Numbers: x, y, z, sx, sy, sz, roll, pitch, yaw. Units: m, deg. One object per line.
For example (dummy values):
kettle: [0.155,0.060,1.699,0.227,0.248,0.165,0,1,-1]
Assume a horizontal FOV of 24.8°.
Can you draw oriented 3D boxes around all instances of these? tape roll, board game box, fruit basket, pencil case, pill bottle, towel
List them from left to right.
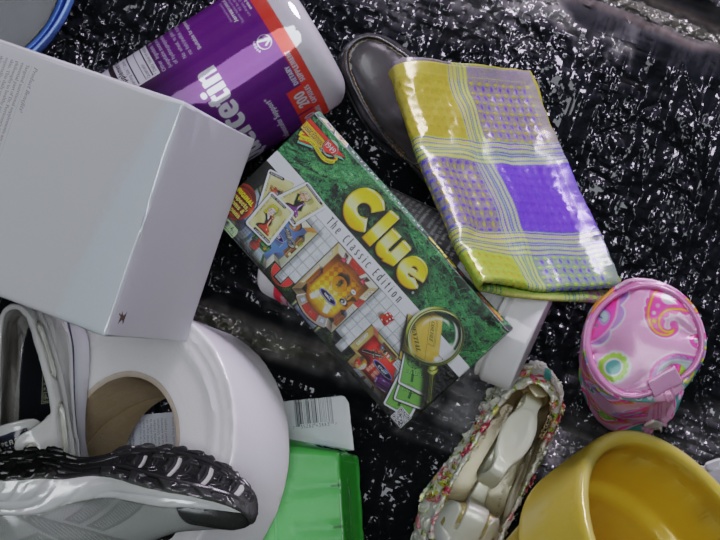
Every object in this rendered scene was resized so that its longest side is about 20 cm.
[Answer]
tape roll: [-0.150,0.131,1.160,0.201,0.071,0.204,-10,70,29]
pill bottle: [-0.118,-0.123,1.202,0.199,0.112,0.113,-33,86,-1]
fruit basket: [-0.094,0.193,1.205,0.199,0.094,0.187,-8,80,20]
board game box: [0.000,0.000,1.122,0.105,0.023,0.200,-43,85,10]
pill bottle: [0.035,0.007,1.182,0.199,0.111,0.111,25,87,10]
towel: [0.102,-0.068,1.171,0.143,0.023,0.201,5,55,-35]
pencil case: [0.194,0.065,1.143,0.087,0.200,0.088,-2,76,7]

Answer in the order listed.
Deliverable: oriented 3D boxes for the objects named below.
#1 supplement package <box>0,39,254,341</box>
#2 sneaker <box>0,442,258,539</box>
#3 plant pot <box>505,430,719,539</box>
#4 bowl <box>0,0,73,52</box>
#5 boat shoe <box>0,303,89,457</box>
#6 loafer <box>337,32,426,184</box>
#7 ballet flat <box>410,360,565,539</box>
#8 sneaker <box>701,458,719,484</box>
supplement package: [-0.202,-0.057,1.075,0.199,0.151,0.153,19,91,14]
sneaker: [-0.163,0.158,1.062,0.198,0.074,0.080,-1,102,8]
plant pot: [0.159,0.241,1.126,0.189,0.201,0.201,-40,86,35]
bowl: [-0.306,-0.232,1.223,0.199,0.039,0.202,0,87,0]
boat shoe: [-0.223,0.119,1.126,0.072,0.066,0.202,-11,70,29]
loafer: [0.058,-0.101,1.218,0.073,0.072,0.200,-43,86,-1]
ballet flat: [0.090,0.157,1.205,0.075,0.064,0.201,24,87,-1]
sneaker: [0.300,0.161,1.175,0.199,0.116,0.075,-25,86,-1]
